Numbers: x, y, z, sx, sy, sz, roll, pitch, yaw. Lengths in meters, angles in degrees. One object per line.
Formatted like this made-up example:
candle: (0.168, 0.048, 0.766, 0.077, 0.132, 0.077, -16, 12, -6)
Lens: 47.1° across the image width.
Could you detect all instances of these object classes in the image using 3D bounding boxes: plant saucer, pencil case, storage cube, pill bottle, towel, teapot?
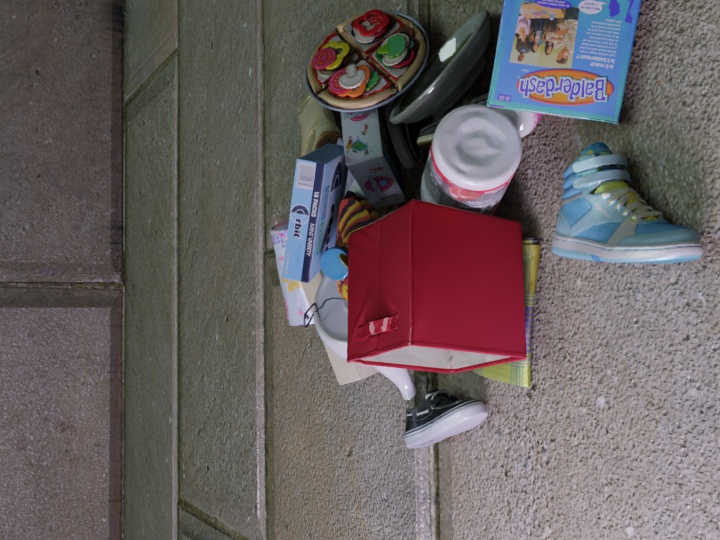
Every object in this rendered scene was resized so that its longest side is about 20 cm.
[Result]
plant saucer: (0.123, -0.273, 1.163, 0.200, 0.050, 0.200, -48, 13, 15)
pencil case: (-0.110, 0.004, 1.550, 0.082, 0.091, 0.202, -6, 104, 24)
storage cube: (0.096, 0.029, 1.075, 0.171, 0.198, 0.182, -24, 62, 59)
pill bottle: (0.137, -0.121, 1.081, 0.200, 0.110, 0.112, 98, 164, -72)
towel: (0.190, 0.047, 1.119, 0.143, 0.023, 0.202, 10, 98, 60)
teapot: (0.031, 0.065, 1.288, 0.196, 0.146, 0.201, 21, 76, 39)

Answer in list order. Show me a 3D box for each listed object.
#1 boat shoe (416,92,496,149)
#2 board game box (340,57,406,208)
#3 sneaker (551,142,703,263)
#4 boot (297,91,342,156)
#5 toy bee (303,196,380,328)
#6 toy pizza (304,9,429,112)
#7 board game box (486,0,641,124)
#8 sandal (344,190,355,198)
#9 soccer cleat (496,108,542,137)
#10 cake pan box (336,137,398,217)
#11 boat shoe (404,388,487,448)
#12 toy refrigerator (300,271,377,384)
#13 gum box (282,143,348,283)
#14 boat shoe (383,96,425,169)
boat shoe: (0.156, -0.209, 1.150, 0.199, 0.073, 0.066, -5, 80, 51)
board game box: (0.016, -0.221, 1.305, 0.148, 0.064, 0.202, 54, -152, -62)
sneaker: (0.284, -0.075, 0.898, 0.199, 0.079, 0.132, 10, 99, 60)
boot: (-0.088, -0.237, 1.580, 0.201, 0.072, 0.156, 110, 153, -48)
toy bee: (0.000, 0.000, 1.196, 0.108, 0.131, 0.201, 21, 127, 12)
toy pizza: (0.005, -0.324, 1.247, 0.032, 0.199, 0.201, 59, -172, -55)
board game box: (0.232, -0.276, 0.933, 0.045, 0.151, 0.202, -47, -33, -77)
sandal: (-0.005, -0.075, 1.336, 0.200, 0.045, 0.076, -122, 52, -68)
soccer cleat: (0.204, -0.265, 1.007, 0.069, 0.086, 0.202, 20, 100, 25)
cake pan box: (-0.014, -0.110, 1.463, 0.201, 0.052, 0.185, 60, 136, 43)
boat shoe: (0.111, 0.207, 1.201, 0.200, 0.071, 0.072, -41, 59, 55)
toy refrigerator: (-0.028, 0.086, 1.412, 0.076, 0.070, 0.202, -26, 83, 57)
gum box: (-0.062, -0.091, 1.223, 0.200, 0.044, 0.172, -55, -25, -72)
boat shoe: (0.077, -0.258, 1.298, 0.066, 0.070, 0.202, -16, 65, 20)
